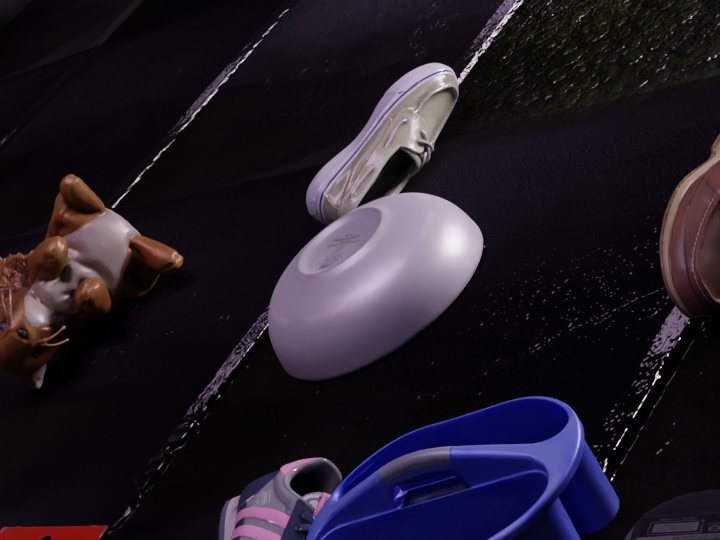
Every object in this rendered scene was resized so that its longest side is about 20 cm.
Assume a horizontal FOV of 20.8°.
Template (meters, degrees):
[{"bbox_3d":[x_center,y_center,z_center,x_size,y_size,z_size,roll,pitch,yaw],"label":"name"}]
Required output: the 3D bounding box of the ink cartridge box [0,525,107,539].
[{"bbox_3d":[-0.313,0.266,1.567,0.162,0.050,0.200,-9,38,47],"label":"ink cartridge box"}]

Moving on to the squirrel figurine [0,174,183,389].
[{"bbox_3d":[-0.302,0.026,1.946,0.187,0.141,0.200,-55,13,-16],"label":"squirrel figurine"}]

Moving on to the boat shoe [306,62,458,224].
[{"bbox_3d":[0.034,-0.109,1.793,0.062,0.072,0.200,24,64,36],"label":"boat shoe"}]

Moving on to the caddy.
[{"bbox_3d":[0.058,0.150,1.190,0.200,0.105,0.141,-21,26,33],"label":"caddy"}]

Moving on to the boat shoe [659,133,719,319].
[{"bbox_3d":[0.262,-0.047,1.325,0.068,0.072,0.200,-15,28,44],"label":"boat shoe"}]

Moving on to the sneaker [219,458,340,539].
[{"bbox_3d":[-0.046,0.186,1.295,0.082,0.070,0.200,-36,24,11],"label":"sneaker"}]

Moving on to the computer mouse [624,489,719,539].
[{"bbox_3d":[0.168,0.179,1.012,0.138,0.053,0.200,-6,19,25],"label":"computer mouse"}]

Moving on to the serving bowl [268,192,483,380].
[{"bbox_3d":[0.000,0.000,1.614,0.200,0.066,0.200,-30,24,15],"label":"serving bowl"}]
